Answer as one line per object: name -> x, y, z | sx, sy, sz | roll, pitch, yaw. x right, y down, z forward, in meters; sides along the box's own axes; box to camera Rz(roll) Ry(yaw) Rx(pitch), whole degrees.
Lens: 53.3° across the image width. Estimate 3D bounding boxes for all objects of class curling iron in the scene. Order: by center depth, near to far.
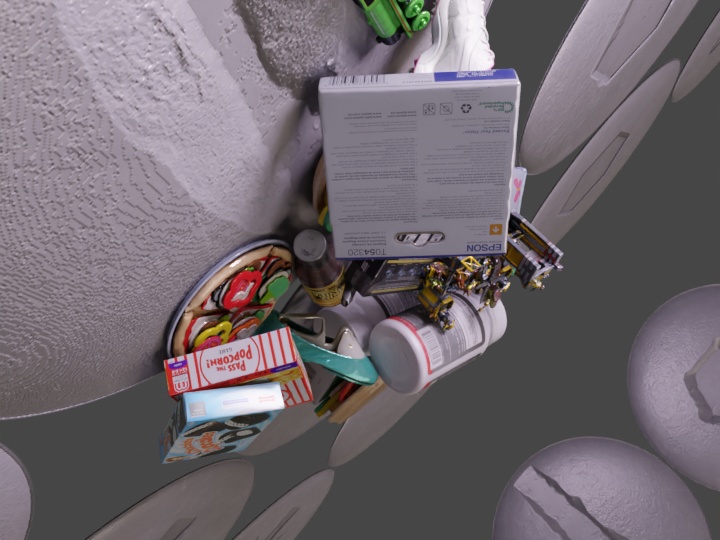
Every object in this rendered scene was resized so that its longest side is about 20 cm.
curling iron -> 0.000, 0.000, 0.997 | 0.200, 0.025, 0.050 | -71, 164, -65

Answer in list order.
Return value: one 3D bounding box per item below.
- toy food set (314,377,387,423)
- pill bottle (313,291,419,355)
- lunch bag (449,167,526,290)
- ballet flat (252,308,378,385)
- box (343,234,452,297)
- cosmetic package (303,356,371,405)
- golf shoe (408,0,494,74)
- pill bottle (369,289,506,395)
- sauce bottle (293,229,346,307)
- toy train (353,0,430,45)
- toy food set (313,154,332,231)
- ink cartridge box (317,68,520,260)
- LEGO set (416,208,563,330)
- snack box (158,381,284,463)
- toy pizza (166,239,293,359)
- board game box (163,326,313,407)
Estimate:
toy food set -> 0.015, 0.189, 1.224 | 0.197, 0.049, 0.200 | -27, 163, -50
pill bottle -> 0.026, 0.065, 1.155 | 0.199, 0.114, 0.114 | -32, 155, -41
lunch bag -> 0.191, -0.071, 1.183 | 0.169, 0.126, 0.202 | -18, 119, -55
ballet flat -> -0.051, 0.103, 1.008 | 0.071, 0.199, 0.067 | -65, -162, 14
box -> 0.089, -0.044, 0.957 | 0.199, 0.049, 0.162 | -5, 132, -50
cosmetic package -> -0.022, 0.130, 1.241 | 0.199, 0.085, 0.108 | -30, 158, -41
golf shoe -> 0.109, -0.236, 0.762 | 0.075, 0.091, 0.202 | -2, 112, -79
pill bottle -> 0.120, 0.097, 1.077 | 0.199, 0.114, 0.114 | -21, 149, -37
sauce bottle -> -0.053, -0.001, 0.932 | 0.066, 0.066, 0.200 | -46, 166, -6
toy train -> 0.016, -0.259, 0.647 | 0.056, 0.042, 0.200 | -41, 162, 8
toy food set -> 0.020, -0.130, 0.864 | 0.199, 0.049, 0.199 | -21, 147, -55
ink cartridge box -> 0.060, -0.105, 0.751 | 0.043, 0.194, 0.201 | -88, 175, -53
LEGO set -> 0.185, 0.015, 0.990 | 0.199, 0.116, 0.154 | -19, 145, -41
snack box -> -0.179, 0.193, 0.896 | 0.115, 0.037, 0.200 | -3, 155, -25
toy pizza -> -0.150, 0.047, 0.877 | 0.200, 0.032, 0.201 | -43, 160, -19
board game box -> -0.145, 0.141, 0.909 | 0.150, 0.047, 0.200 | -15, 157, -3
